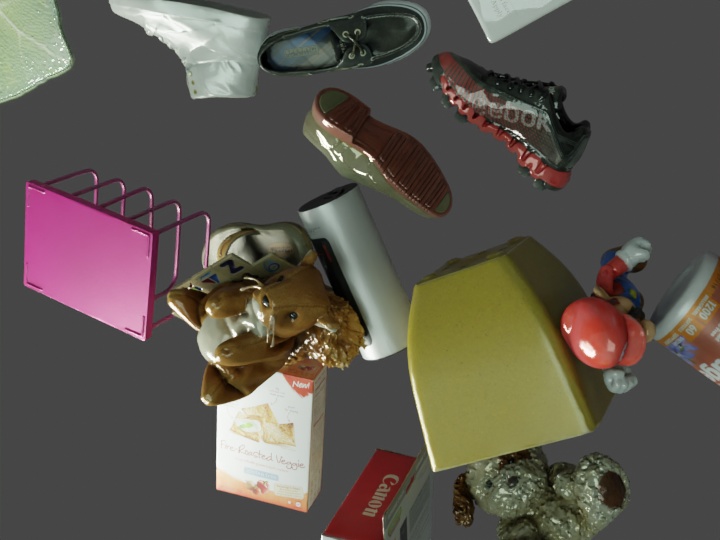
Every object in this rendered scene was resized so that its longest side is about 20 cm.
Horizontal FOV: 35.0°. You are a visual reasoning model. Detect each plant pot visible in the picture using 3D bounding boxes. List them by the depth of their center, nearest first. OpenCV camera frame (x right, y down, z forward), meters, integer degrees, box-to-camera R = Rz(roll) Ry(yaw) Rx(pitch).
[{"bbox_3d":[0.158,0.078,1.271,0.193,0.195,0.202,-19,95,26],"label":"plant pot"}]

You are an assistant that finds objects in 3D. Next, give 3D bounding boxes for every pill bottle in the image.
[{"bbox_3d":[0.417,0.079,1.213,0.199,0.112,0.113,35,119,4],"label":"pill bottle"}]

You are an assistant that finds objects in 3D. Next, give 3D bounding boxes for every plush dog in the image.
[{"bbox_3d":[0.206,0.269,1.375,0.200,0.160,0.172,-46,76,1],"label":"plush dog"}]

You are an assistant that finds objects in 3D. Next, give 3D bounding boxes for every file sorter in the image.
[{"bbox_3d":[-0.298,-0.030,1.411,0.199,0.125,0.140,21,117,25],"label":"file sorter"}]

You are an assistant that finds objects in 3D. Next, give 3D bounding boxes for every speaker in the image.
[{"bbox_3d":[0.000,0.000,1.356,0.081,0.081,0.201,-17,105,25],"label":"speaker"}]

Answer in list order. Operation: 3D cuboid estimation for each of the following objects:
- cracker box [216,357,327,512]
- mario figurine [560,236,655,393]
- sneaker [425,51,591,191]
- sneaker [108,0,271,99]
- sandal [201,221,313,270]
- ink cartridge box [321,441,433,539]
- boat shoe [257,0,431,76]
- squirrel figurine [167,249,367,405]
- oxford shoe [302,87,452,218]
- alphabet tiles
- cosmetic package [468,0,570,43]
[{"bbox_3d":[-0.118,0.205,1.495,0.133,0.058,0.202,10,114,16],"label":"cracker box"},{"bbox_3d":[0.282,0.046,1.199,0.106,0.200,0.124,-32,98,29],"label":"mario figurine"},{"bbox_3d":[0.165,-0.179,1.226,0.200,0.071,0.098,40,119,-1],"label":"sneaker"},{"bbox_3d":[-0.208,-0.259,1.331,0.198,0.074,0.117,16,113,12],"label":"sneaker"},{"bbox_3d":[-0.136,-0.016,1.389,0.199,0.054,0.081,-6,112,46],"label":"sandal"},{"bbox_3d":[0.025,0.312,1.403,0.083,0.200,0.177,8,114,18],"label":"ink cartridge box"},{"bbox_3d":[-0.020,-0.249,1.264,0.198,0.057,0.069,-10,109,14],"label":"boat shoe"},{"bbox_3d":[-0.085,0.051,1.291,0.186,0.199,0.143,-35,63,39],"label":"squirrel figurine"},{"bbox_3d":[0.020,-0.125,1.316,0.200,0.071,0.074,42,144,0],"label":"oxford shoe"},{"bbox_3d":[-0.124,0.041,1.386,0.166,0.006,0.200,-29,140,27],"label":"alphabet tiles"},{"bbox_3d":[0.188,-0.350,1.094,0.199,0.165,0.166,-24,102,27],"label":"cosmetic package"}]
